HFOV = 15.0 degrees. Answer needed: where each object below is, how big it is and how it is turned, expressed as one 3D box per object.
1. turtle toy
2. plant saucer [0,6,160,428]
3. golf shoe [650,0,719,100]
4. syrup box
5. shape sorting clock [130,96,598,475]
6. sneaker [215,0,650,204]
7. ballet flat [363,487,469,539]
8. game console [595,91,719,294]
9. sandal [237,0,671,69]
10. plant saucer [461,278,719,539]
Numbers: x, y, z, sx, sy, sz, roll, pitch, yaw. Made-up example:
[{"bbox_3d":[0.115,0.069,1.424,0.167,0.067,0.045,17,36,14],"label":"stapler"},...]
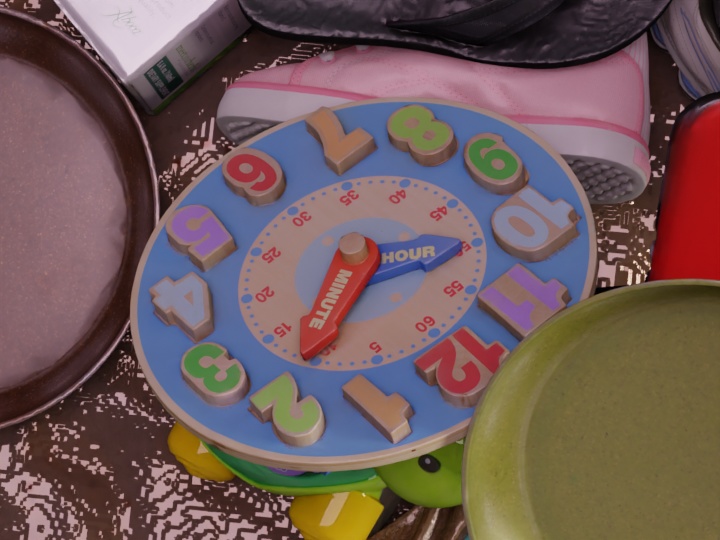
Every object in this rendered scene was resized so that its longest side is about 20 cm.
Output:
[{"bbox_3d":[-0.008,0.043,1.194,0.199,0.101,0.146,27,84,32],"label":"turtle toy"},{"bbox_3d":[-0.187,-0.023,1.269,0.199,0.034,0.202,-1,84,8],"label":"plant saucer"},{"bbox_3d":[0.203,-0.065,1.219,0.078,0.097,0.200,-42,82,-3],"label":"golf shoe"},{"bbox_3d":[-0.051,-0.171,1.261,0.200,0.079,0.082,-40,82,-2],"label":"syrup box"},{"bbox_3d":[0.000,0.000,1.135,0.199,0.039,0.201,-6,51,7],"label":"shape sorting clock"},{"bbox_3d":[0.038,-0.093,1.251,0.199,0.075,0.105,5,71,10],"label":"sneaker"},{"bbox_3d":[0.060,0.085,1.233,0.200,0.068,0.072,-47,62,1],"label":"ballet flat"},{"bbox_3d":[0.200,-0.026,1.110,0.199,0.172,0.120,-3,100,-10],"label":"game console"},{"bbox_3d":[0.044,-0.128,1.191,0.199,0.048,0.076,-2,81,-1],"label":"sandal"},{"bbox_3d":[0.138,0.088,1.057,0.199,0.031,0.201,8,117,16],"label":"plant saucer"}]
